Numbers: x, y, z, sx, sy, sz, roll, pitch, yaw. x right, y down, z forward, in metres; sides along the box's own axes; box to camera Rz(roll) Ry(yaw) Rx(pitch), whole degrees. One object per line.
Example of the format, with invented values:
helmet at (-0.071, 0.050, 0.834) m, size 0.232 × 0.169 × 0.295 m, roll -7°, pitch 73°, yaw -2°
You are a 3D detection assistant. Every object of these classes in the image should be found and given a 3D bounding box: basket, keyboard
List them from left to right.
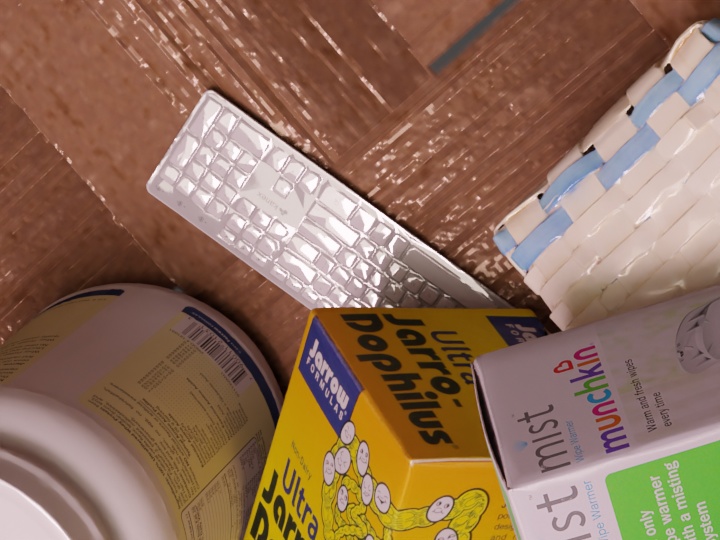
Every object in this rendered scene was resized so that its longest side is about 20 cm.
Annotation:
keyboard at (0.000, 0.000, 1.114) m, size 0.200 × 0.011 × 0.056 m, roll 36°, pitch 116°, yaw 4°
basket at (0.168, 0.009, 0.980) m, size 0.176 × 0.139 × 0.200 m, roll -43°, pitch 77°, yaw 18°

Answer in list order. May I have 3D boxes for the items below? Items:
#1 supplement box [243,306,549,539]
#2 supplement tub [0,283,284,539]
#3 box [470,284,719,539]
supplement box at (0.021, 0.127, 1.066) m, size 0.109 × 0.109 × 0.200 m, roll 1°, pitch 122°, yaw -27°
supplement tub at (-0.125, 0.100, 1.087) m, size 0.145 × 0.200 × 0.145 m, roll 6°, pitch 110°, yaw 17°
box at (0.151, 0.107, 0.910) m, size 0.176 × 0.097 × 0.200 m, roll -17°, pitch 118°, yaw 2°
